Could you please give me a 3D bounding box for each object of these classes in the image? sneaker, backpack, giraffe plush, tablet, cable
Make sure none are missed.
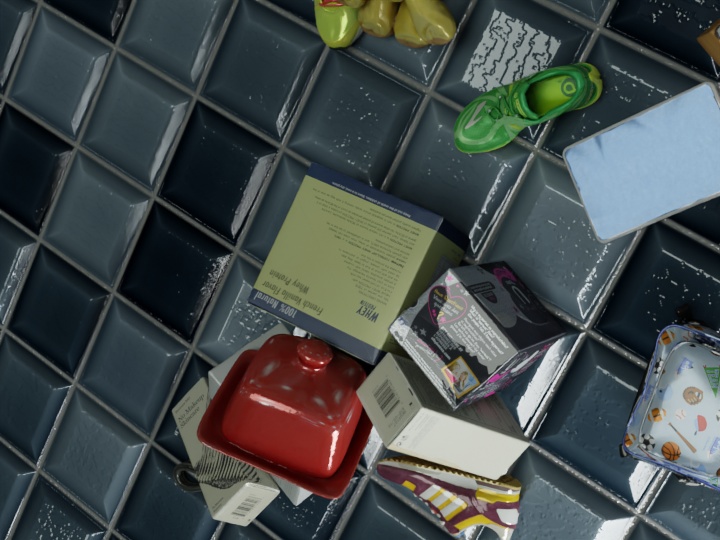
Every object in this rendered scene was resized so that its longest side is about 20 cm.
[{"bbox_3d":[0.196,-0.207,1.402,0.200,0.084,0.074,-24,83,26],"label":"sneaker"},{"bbox_3d":[0.410,0.162,1.288,0.190,0.154,0.200,20,99,14],"label":"backpack"},{"bbox_3d":[0.063,-0.401,1.431,0.172,0.200,0.162,20,73,27],"label":"giraffe plush"},{"bbox_3d":[-0.036,-0.394,1.503,0.078,0.090,0.201,5,97,25],"label":"sneaker"},{"bbox_3d":[0.108,0.299,1.482,0.200,0.075,0.090,9,92,27],"label":"sneaker"},{"bbox_3d":[0.354,-0.128,1.367,0.200,0.014,0.130,-25,82,26],"label":"tablet"},{"bbox_3d":[-0.186,0.298,1.659,0.200,0.050,0.097,-23,94,38],"label":"cable"}]

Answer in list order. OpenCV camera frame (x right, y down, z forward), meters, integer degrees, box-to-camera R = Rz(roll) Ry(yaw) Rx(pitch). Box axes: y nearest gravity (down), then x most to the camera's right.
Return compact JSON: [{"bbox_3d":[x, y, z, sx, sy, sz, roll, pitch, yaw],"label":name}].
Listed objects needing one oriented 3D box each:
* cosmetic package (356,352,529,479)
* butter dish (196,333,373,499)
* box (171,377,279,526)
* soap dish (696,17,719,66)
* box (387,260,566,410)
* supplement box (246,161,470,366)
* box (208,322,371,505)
[{"bbox_3d":[0.103,0.181,1.395,0.073,0.200,0.104,-51,40,18],"label":"cosmetic package"},{"bbox_3d":[-0.073,0.147,1.401,0.199,0.200,0.148,23,125,3],"label":"butter dish"},{"bbox_3d":[-0.190,0.251,1.586,0.082,0.068,0.200,-47,47,16],"label":"box"},{"bbox_3d":[0.496,-0.269,1.250,0.200,0.081,0.157,-41,75,21],"label":"soap dish"},{"bbox_3d":[0.146,0.071,1.379,0.115,0.200,0.132,-45,74,20],"label":"box"},{"bbox_3d":[0.000,0.000,1.460,0.200,0.134,0.200,24,89,24],"label":"supplement box"},{"bbox_3d":[-0.098,0.193,1.535,0.124,0.098,0.200,-34,73,-21],"label":"box"}]
